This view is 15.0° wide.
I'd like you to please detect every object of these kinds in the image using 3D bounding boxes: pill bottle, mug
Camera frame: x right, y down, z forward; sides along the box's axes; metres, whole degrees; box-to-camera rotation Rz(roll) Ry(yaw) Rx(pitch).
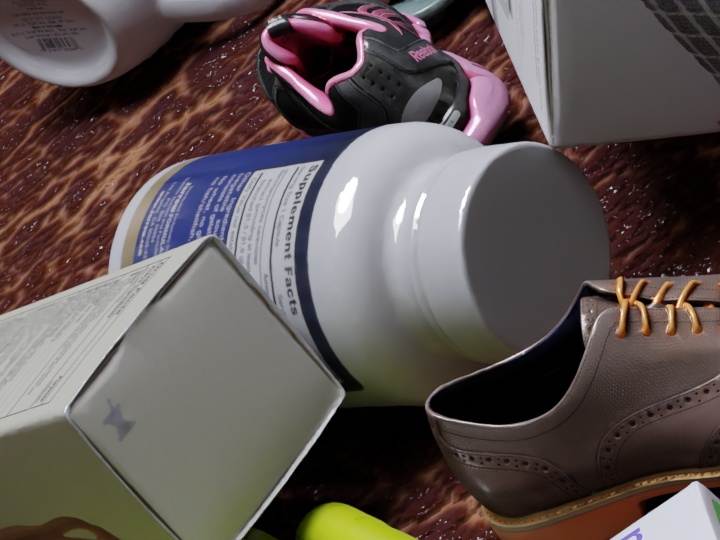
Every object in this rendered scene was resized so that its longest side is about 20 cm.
[{"bbox_3d":[0.000,0.000,1.087,0.200,0.111,0.111,-6,43,47],"label":"pill bottle"},{"bbox_3d":[-0.121,-0.192,1.514,0.199,0.148,0.176,8,54,18],"label":"mug"}]

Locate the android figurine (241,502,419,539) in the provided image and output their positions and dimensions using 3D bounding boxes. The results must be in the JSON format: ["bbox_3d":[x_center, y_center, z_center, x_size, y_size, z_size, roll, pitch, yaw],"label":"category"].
[{"bbox_3d":[-0.052,0.158,0.999,0.182,0.041,0.200,-50,29,-15],"label":"android figurine"}]

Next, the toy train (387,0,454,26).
[{"bbox_3d":[0.069,-0.186,1.311,0.200,0.085,0.114,-15,28,41],"label":"toy train"}]

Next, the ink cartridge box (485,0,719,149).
[{"bbox_3d":[0.125,-0.133,1.091,0.146,0.083,0.200,-7,29,-5],"label":"ink cartridge box"}]

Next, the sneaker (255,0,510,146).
[{"bbox_3d":[-0.011,-0.095,1.249,0.079,0.095,0.200,-62,28,0],"label":"sneaker"}]

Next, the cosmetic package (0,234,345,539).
[{"bbox_3d":[-0.111,0.067,1.080,0.200,0.087,0.103,-18,27,54],"label":"cosmetic package"}]

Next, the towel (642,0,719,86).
[{"bbox_3d":[0.175,-0.091,0.901,0.086,0.200,0.165,-51,31,-20],"label":"towel"}]

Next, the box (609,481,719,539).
[{"bbox_3d":[0.068,0.187,0.746,0.176,0.097,0.200,-36,27,15],"label":"box"}]

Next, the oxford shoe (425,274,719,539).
[{"bbox_3d":[0.114,0.031,0.935,0.200,0.073,0.071,-29,29,21],"label":"oxford shoe"}]
